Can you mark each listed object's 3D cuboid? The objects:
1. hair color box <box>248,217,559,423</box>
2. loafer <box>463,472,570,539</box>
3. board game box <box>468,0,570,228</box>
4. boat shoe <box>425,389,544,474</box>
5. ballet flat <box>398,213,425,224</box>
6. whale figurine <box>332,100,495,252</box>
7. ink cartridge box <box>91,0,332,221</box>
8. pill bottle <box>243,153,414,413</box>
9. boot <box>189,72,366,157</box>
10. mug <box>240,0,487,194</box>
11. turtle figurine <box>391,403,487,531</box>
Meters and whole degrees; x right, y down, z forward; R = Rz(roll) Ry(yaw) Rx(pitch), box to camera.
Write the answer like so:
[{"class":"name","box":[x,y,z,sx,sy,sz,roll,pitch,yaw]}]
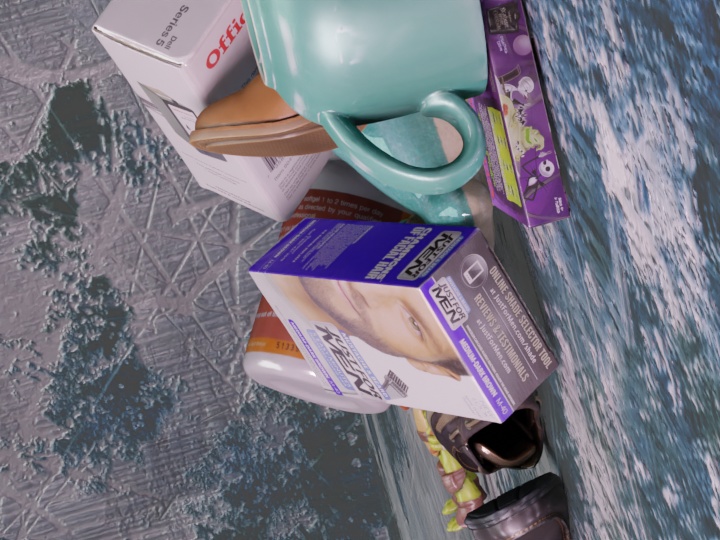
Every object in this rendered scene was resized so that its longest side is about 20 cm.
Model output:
[{"class":"hair color box","box":[0.024,0.029,1.441,0.200,0.065,0.110,3,131,55]},{"class":"loafer","box":[0.118,0.186,1.537,0.073,0.072,0.200,65,-176,13]},{"class":"board game box","box":[0.070,-0.128,1.223,0.120,0.032,0.201,-144,40,-78]},{"class":"boat shoe","box":[0.087,0.107,1.560,0.200,0.074,0.074,80,174,-65]},{"class":"ballet flat","box":[0.067,0.015,1.558,0.200,0.065,0.071,61,-138,-69]},{"class":"whale figurine","box":[0.026,-0.086,1.450,0.159,0.103,0.201,81,172,-57]},{"class":"ink cartridge box","box":[-0.074,-0.150,1.502,0.084,0.146,0.200,24,162,29]},{"class":"pill bottle","box":[-0.006,-0.007,1.618,0.112,0.112,0.201,95,-169,-79]},{"class":"boot","box":[-0.024,-0.158,1.385,0.074,0.199,0.156,15,-117,-65]},{"class":"mug","box":[-0.003,-0.143,1.188,0.153,0.114,0.186,80,175,-45]},{"class":"turtle figurine","box":[0.070,0.146,2.046,0.162,0.064,0.200,68,169,-15]}]
